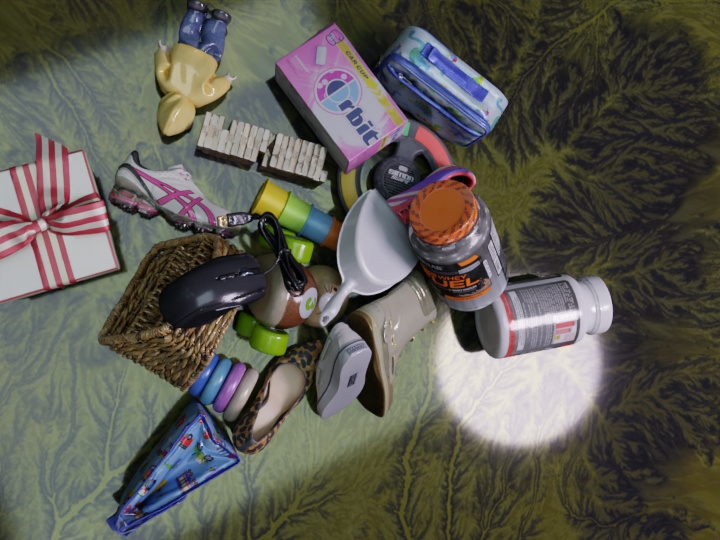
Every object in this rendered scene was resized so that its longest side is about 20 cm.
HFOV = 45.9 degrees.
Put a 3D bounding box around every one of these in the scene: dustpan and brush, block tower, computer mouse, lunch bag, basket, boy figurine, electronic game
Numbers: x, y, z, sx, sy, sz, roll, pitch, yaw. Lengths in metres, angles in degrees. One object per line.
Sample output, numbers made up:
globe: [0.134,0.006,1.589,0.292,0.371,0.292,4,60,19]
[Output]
dustpan and brush: [0.000,0.000,1.229,0.140,0.057,0.201,48,52,-25]
block tower: [-0.145,-0.183,1.287,0.197,0.054,0.059,16,86,-13]
computer mouse: [-0.175,-0.013,1.111,0.198,0.046,0.142,-16,70,-20]
lunch bag: [-0.278,0.288,1.197,0.199,0.150,0.094,-41,98,-11]
basket: [-0.247,0.035,1.176,0.148,0.143,0.201,33,48,-11]
lunch bag: [0.118,-0.278,1.298,0.199,0.161,0.083,35,81,-11]
boy figurine: [-0.247,-0.291,1.259,0.123,0.064,0.203,16,86,-13]
electronic game: [0.058,-0.141,1.342,0.197,0.042,0.203,0,89,-13]

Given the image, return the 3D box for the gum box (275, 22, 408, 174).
gum box: [-0.034,-0.264,1.291,0.113,0.066,0.201,-36,85,-12]

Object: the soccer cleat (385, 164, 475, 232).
soccer cleat: [0.088,-0.096,1.295,0.199,0.073,0.069,-35,105,-10]

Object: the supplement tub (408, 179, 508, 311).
supplement tub: [0.143,-0.036,1.247,0.121,0.200,0.124,-11,56,16]

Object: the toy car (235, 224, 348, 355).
toy car: [-0.064,0.041,1.264,0.198,0.158,0.167,13,96,-25]

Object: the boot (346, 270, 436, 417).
boot: [0.054,0.115,1.315,0.154,0.071,0.202,-36,132,-37]

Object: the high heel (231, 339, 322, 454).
high heel: [-0.111,0.183,1.243,0.071,0.142,0.200,43,80,-9]

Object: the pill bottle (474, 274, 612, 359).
pill bottle: [0.292,0.069,1.357,0.197,0.116,0.118,-9,91,-13]

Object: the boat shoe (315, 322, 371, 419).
boat shoe: [-0.037,0.150,1.257,0.071,0.201,0.066,-24,62,-24]

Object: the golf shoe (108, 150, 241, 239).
golf shoe: [-0.263,-0.109,1.248,0.198,0.073,0.093,20,83,-12]

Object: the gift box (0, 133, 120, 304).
gift box: [-0.435,-0.067,1.147,0.182,0.187,0.202,-22,95,-13]

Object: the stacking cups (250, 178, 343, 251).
stacking cups: [-0.070,-0.065,1.303,0.198,0.060,0.061,30,83,-13]

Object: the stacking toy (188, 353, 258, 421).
stacking toy: [-0.253,0.140,1.251,0.198,0.085,0.086,30,83,-4]
